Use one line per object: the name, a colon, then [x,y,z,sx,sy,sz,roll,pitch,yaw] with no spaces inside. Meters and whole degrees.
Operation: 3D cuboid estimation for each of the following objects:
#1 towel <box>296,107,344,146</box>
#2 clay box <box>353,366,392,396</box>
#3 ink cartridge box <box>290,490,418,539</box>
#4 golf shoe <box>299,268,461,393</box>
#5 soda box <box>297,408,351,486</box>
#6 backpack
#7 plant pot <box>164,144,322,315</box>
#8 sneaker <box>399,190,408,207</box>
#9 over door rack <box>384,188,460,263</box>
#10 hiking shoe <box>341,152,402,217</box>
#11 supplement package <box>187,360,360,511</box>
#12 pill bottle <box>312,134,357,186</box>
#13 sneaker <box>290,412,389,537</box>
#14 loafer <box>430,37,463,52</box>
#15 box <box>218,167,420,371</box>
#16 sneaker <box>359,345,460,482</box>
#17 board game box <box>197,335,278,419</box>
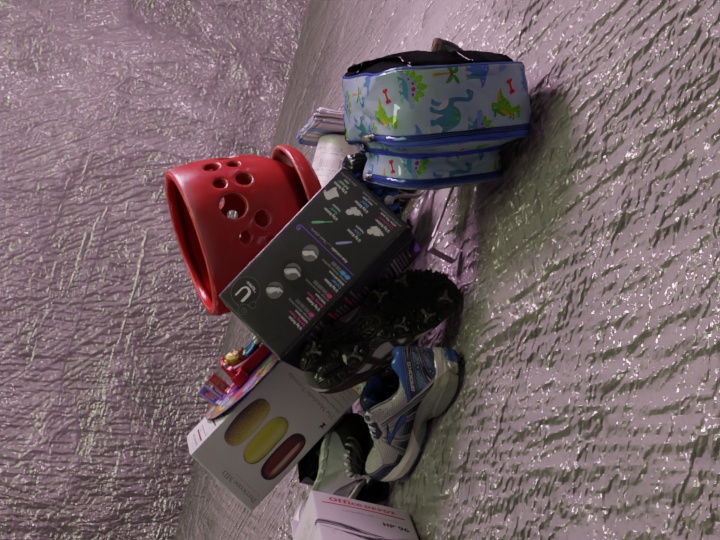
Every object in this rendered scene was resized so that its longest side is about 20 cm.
towel: [-0.025,-0.235,1.591,0.200,0.147,0.024,163,113,-76]
clay box: [-0.006,0.086,1.177,0.200,0.048,0.115,-137,32,-60]
ink cartridge box: [-0.002,0.291,0.952,0.200,0.116,0.068,-122,50,-71]
golf shoe: [0.021,0.070,1.047,0.078,0.200,0.095,56,166,22]
soda box: [-0.053,0.225,1.334,0.200,0.071,0.063,-104,34,-65]
backpack: [0.086,-0.162,1.003,0.200,0.183,0.147,-158,61,-73]
plant pot: [-0.143,-0.058,1.238,0.200,0.182,0.201,164,90,-72]
sneaker: [0.048,-0.156,1.392,0.200,0.076,0.116,-45,25,45]
over door rack: [0.078,-0.083,1.169,0.148,0.066,0.200,132,151,-63]
hiking shoe: [0.026,-0.082,1.277,0.200,0.074,0.087,63,-161,-55]
supplement package: [-0.116,0.192,1.220,0.200,0.114,0.110,-47,11,-8]
pill bottle: [-0.039,-0.119,1.583,0.114,0.114,0.200,167,118,-75]
sneaker: [-0.001,0.251,1.142,0.115,0.075,0.200,-25,30,39]
loafer: [0.068,-0.197,1.151,0.200,0.063,0.072,-56,4,-14]
box: [-0.042,0.002,1.055,0.200,0.106,0.122,-46,-16,-3]
sneaker: [0.034,0.153,1.033,0.077,0.085,0.200,-93,22,-54]
board game box: [-0.143,0.106,1.223,0.158,0.039,0.200,-37,13,41]
